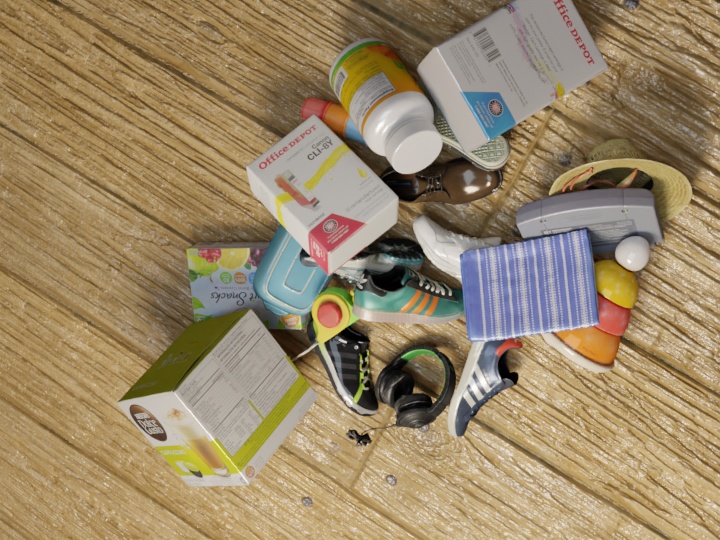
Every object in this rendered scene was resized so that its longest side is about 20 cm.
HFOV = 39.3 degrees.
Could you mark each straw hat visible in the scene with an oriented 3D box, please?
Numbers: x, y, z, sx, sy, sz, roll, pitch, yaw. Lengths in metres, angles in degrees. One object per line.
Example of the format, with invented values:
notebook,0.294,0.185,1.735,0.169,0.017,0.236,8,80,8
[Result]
straw hat,0.375,-0.143,1.462,0.200,0.201,0.086,-6,59,20

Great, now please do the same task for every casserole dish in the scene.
casserole dish,-0.092,-0.015,1.637,0.121,0.039,0.201,27,94,-18

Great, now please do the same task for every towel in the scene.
towel,0.244,0.023,1.479,0.199,0.024,0.146,-10,73,24

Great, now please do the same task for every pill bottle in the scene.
pill bottle,0.041,-0.241,1.491,0.111,0.111,0.201,-45,54,23

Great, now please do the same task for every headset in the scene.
headset,0.063,0.206,1.633,0.200,0.094,0.124,-49,49,8

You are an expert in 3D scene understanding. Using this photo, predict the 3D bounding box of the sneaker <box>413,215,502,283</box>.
sneaker,0.172,-0.029,1.578,0.200,0.078,0.099,41,105,-4

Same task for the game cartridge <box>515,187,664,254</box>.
game cartridge,0.336,-0.069,1.478,0.199,0.133,0.041,-6,63,21

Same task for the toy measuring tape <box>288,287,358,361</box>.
toy measuring tape,-0.070,0.082,1.632,0.200,0.074,0.074,-35,92,25

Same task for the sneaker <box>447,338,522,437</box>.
sneaker,0.202,0.188,1.615,0.084,0.075,0.201,22,110,16

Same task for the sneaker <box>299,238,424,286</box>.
sneaker,0.000,0.000,1.606,0.198,0.078,0.087,4,120,-9

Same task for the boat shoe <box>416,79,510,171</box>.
boat shoe,0.148,-0.217,1.532,0.200,0.062,0.075,41,89,21

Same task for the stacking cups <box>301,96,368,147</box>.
stacking cups,0.001,-0.224,1.580,0.199,0.060,0.061,19,109,13

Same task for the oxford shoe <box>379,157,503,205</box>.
oxford shoe,0.119,-0.131,1.555,0.199,0.084,0.073,-5,101,18

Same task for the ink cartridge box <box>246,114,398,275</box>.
ink cartridge box,-0.059,-0.118,1.547,0.145,0.084,0.200,-39,71,-15

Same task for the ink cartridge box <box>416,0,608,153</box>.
ink cartridge box,0.209,-0.284,1.411,0.199,0.146,0.147,-31,93,-7

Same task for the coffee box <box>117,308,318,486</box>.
coffee box,-0.232,0.209,1.639,0.199,0.200,0.198,-16,117,49

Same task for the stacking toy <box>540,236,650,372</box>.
stacking toy,0.363,0.036,1.487,0.146,0.146,0.201,36,110,6

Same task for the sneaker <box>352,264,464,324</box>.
sneaker,0.086,0.034,1.571,0.199,0.071,0.080,-1,115,-22

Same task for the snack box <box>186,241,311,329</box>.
snack box,-0.190,0.025,1.715,0.198,0.053,0.143,0,106,18

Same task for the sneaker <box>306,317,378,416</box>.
sneaker,-0.014,0.149,1.679,0.083,0.072,0.201,-30,93,22
